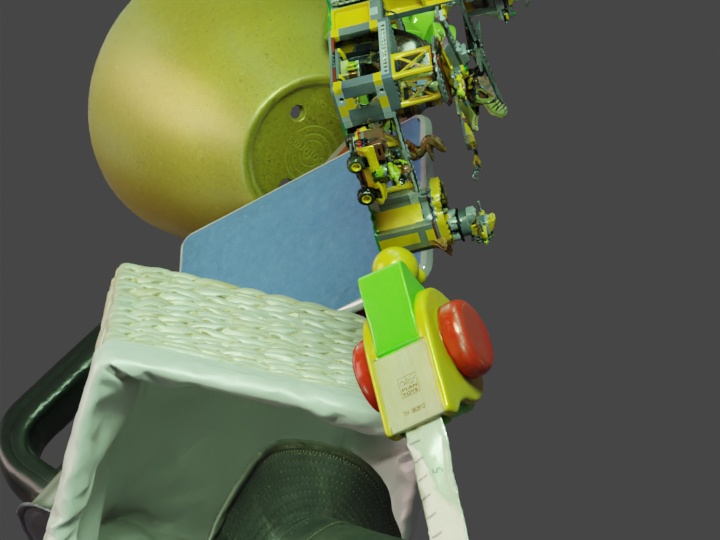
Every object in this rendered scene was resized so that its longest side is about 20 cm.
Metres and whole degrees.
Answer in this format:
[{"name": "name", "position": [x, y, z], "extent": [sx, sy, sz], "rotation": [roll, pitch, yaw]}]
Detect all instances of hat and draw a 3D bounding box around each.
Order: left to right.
[{"name": "hat", "position": [-0.006, 0.182, 1.537], "extent": [0.081, 0.200, 0.201], "rotation": [-6, 68, 37]}]

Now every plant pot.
[{"name": "plant pot", "position": [-0.060, -0.097, 1.952], "extent": [0.142, 0.199, 0.201], "rotation": [34, 114, 59]}]

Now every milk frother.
[{"name": "milk frother", "position": [-0.124, 0.147, 1.985], "extent": [0.188, 0.180, 0.200], "rotation": [-47, -47, -22]}]

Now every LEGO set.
[{"name": "LEGO set", "position": [0.051, -0.108, 1.608], "extent": [0.200, 0.115, 0.154], "rotation": [-89, -16, -59]}]

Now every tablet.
[{"name": "tablet", "position": [-0.036, -0.008, 1.824], "extent": [0.200, 0.014, 0.130], "rotation": [-26, 44, 29]}]

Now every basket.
[{"name": "basket", "position": [-0.077, 0.123, 1.713], "extent": [0.161, 0.199, 0.199], "rotation": [-99, 23, -68]}]

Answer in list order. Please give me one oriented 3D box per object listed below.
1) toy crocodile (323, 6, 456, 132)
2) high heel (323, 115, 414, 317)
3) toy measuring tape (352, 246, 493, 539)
[{"name": "toy crocodile", "position": [0.014, -0.136, 1.849], "extent": [0.200, 0.067, 0.062], "rotation": [-112, 34, -71]}, {"name": "high heel", "position": [0.000, 0.000, 1.872], "extent": [0.067, 0.096, 0.200], "rotation": [16, 72, 50]}, {"name": "toy measuring tape", "position": [0.042, 0.079, 1.531], "extent": [0.074, 0.073, 0.201], "rotation": [117, 144, -57]}]
